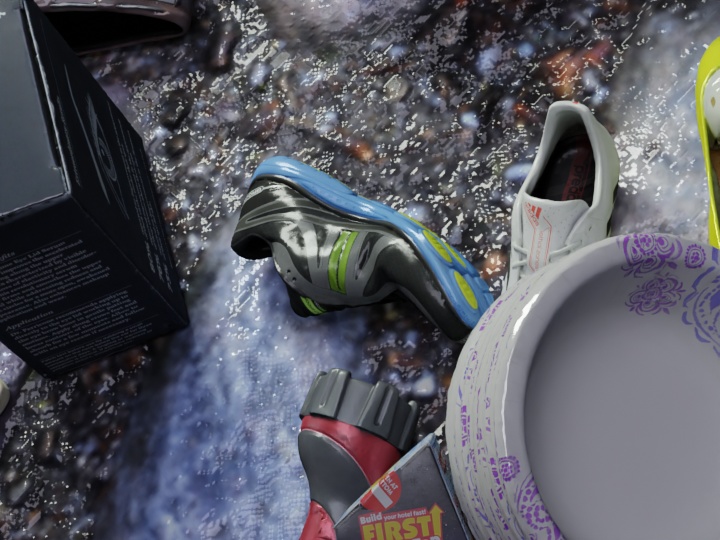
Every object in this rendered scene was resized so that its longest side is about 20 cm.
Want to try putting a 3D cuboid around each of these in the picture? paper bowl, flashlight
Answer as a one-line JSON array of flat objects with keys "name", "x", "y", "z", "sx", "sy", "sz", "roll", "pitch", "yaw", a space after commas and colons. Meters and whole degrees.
[{"name": "paper bowl", "x": 0.138, "y": 0.088, "z": 0.901, "sx": 0.199, "sy": 0.104, "sz": 0.202, "roll": 6, "pitch": 76, "yaw": -22}, {"name": "flashlight", "x": -0.029, "y": 0.157, "z": 0.971, "sx": 0.067, "sy": 0.068, "sz": 0.201, "roll": 9, "pitch": 69, "yaw": 38}]

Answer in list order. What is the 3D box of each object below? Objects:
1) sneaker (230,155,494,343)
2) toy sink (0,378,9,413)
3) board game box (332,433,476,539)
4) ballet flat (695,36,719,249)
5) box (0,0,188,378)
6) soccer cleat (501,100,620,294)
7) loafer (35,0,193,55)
[{"name": "sneaker", "x": 0.000, "y": 0.000, "z": 1.031, "sx": 0.199, "sy": 0.071, "sz": 0.083, "roll": 27, "pitch": 87, "yaw": 37}, {"name": "toy sink", "x": -0.342, "y": 0.049, "z": 1.086, "sx": 0.200, "sy": 0.112, "sz": 0.130, "roll": 40, "pitch": 82, "yaw": 27}, {"name": "board game box", "x": 0.002, "y": 0.192, "z": 0.893, "sx": 0.198, "sy": 0.062, "sz": 0.202, "roll": -8, "pitch": 88, "yaw": 4}, {"name": "ballet flat", "x": 0.226, "y": -0.063, "z": 0.993, "sx": 0.066, "sy": 0.067, "sz": 0.202, "roll": -5, "pitch": 65, "yaw": 15}, {"name": "box", "x": -0.195, "y": -0.047, "z": 1.036, "sx": 0.104, "sy": 0.200, "sz": 0.149, "roll": -21, "pitch": 62, "yaw": 6}, {"name": "soccer cleat", "x": 0.109, "y": -0.001, "z": 0.990, "sx": 0.068, "sy": 0.085, "sz": 0.201, "roll": 7, "pitch": 68, "yaw": 19}, {"name": "loafer", "x": -0.208, "y": -0.168, "z": 1.171, "sx": 0.198, "sy": 0.072, "sz": 0.063, "roll": -15, "pitch": 67, "yaw": 6}]
